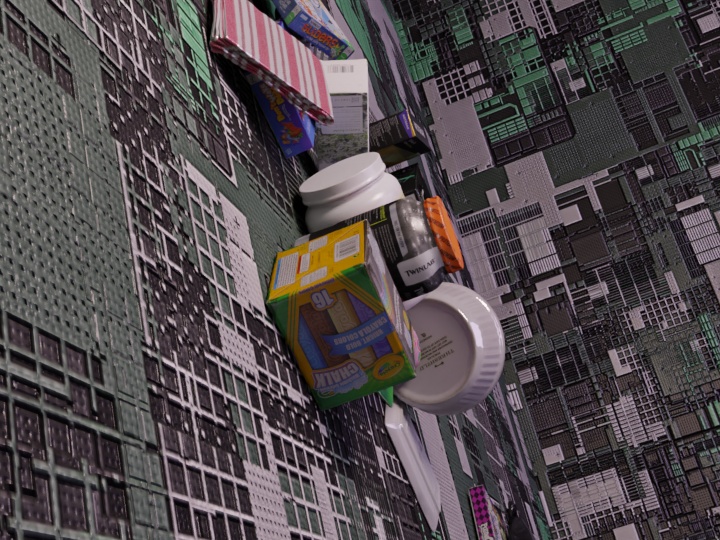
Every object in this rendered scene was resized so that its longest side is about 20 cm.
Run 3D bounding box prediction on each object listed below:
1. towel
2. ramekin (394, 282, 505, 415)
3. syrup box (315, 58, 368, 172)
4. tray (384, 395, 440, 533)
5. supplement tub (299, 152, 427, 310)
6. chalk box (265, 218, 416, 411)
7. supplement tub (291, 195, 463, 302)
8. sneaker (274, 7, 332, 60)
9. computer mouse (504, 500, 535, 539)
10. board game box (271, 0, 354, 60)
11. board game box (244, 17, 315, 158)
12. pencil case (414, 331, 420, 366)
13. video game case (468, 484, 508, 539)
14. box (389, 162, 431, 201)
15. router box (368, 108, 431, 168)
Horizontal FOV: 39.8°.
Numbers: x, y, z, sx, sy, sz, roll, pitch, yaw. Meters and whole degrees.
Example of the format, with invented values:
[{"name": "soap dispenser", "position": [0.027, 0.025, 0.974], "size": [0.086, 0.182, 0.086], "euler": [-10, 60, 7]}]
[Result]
[{"name": "towel", "position": [-0.117, -0.281, 1.299], "size": [0.199, 0.030, 0.148], "euler": [33, 31, -33]}, {"name": "ramekin", "position": [0.114, 0.119, 1.506], "size": [0.094, 0.200, 0.205], "euler": [6, 64, -67]}, {"name": "syrup box", "position": [-0.026, -0.209, 1.488], "size": [0.202, 0.077, 0.082], "euler": [88, 0, -48]}, {"name": "tray", "position": [0.083, 0.284, 1.501], "size": [0.108, 0.022, 0.202], "euler": [-83, 151, -69]}, {"name": "supplement tub", "position": [0.008, -0.046, 1.385], "size": [0.145, 0.143, 0.202], "euler": [-79, 148, -69]}, {"name": "chalk box", "position": [-0.011, 0.069, 1.157], "size": [0.125, 0.122, 0.202], "euler": [-89, 157, -64]}, {"name": "supplement tub", "position": [0.022, -0.014, 1.252], "size": [0.122, 0.197, 0.124], "euler": [-20, 90, -78]}, {"name": "sneaker", "position": [-0.083, -0.370, 1.655], "size": [0.200, 0.080, 0.075], "euler": [54, 19, -53]}, {"name": "computer mouse", "position": [0.313, 0.544, 1.940], "size": [0.200, 0.052, 0.141], "euler": [-134, -153, -86]}, {"name": "board game box", "position": [-0.098, -0.421, 1.563], "size": [0.135, 0.034, 0.201], "euler": [24, 29, -50]}, {"name": "board game box", "position": [-0.110, -0.268, 1.442], "size": [0.201, 0.044, 0.136], "euler": [-90, 157, -60]}, {"name": "pencil case", "position": [0.033, 0.114, 1.383], "size": [0.200, 0.086, 0.089], "euler": [0, 71, -79]}, {"name": "video game case", "position": [0.260, 0.538, 1.885], "size": [0.202, 0.035, 0.182], "euler": [-98, 166, -45]}, {"name": "box", "position": [0.073, -0.090, 1.824], "size": [0.200, 0.123, 0.150], "euler": [-79, 148, -71]}, {"name": "router box", "position": [0.036, -0.222, 1.787], "size": [0.200, 0.155, 0.053], "euler": [2, 68, -77]}]
